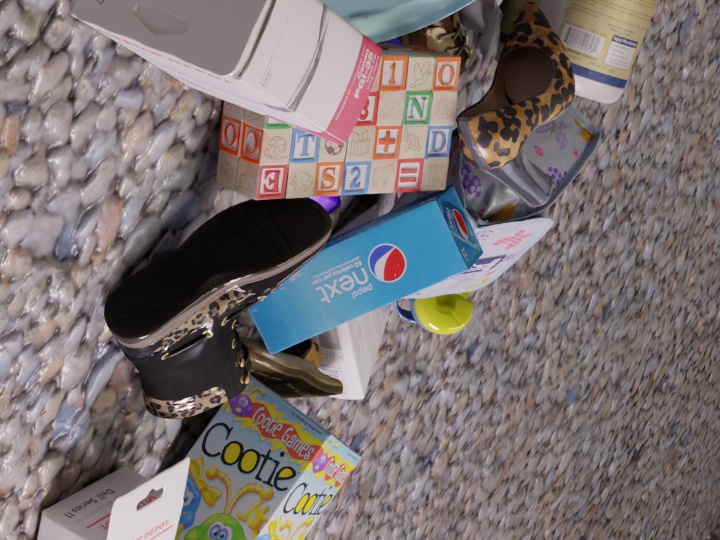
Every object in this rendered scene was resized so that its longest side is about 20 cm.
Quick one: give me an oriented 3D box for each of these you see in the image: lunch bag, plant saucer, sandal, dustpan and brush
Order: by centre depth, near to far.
[{"bbox_3d":[0.038,-0.231,1.511,0.199,0.028,0.200,-21,166,-5],"label":"plant saucer"},{"bbox_3d":[-0.071,0.082,1.793,0.200,0.080,0.054,36,55,-63],"label":"sandal"},{"bbox_3d":[0.120,-0.253,1.823,0.140,0.057,0.200,88,19,-44],"label":"dustpan and brush"},{"bbox_3d":[0.111,-0.063,1.833,0.200,0.127,0.170,-48,-177,-40],"label":"lunch bag"},{"bbox_3d":[0.068,-0.027,1.955,0.087,0.079,0.201,-30,-132,60],"label":"sandal"}]

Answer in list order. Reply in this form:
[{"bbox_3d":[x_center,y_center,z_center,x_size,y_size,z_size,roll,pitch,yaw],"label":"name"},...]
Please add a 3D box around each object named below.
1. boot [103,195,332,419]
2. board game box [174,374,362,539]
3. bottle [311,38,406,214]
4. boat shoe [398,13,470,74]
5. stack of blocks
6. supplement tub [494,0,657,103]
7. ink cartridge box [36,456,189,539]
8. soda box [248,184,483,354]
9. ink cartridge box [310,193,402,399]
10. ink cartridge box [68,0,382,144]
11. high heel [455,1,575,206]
[{"bbox_3d":[-0.109,0.033,1.593,0.200,0.073,0.151,-34,150,-18],"label":"boot"},{"bbox_3d":[-0.107,0.210,1.744,0.200,0.103,0.105,-55,157,-4],"label":"board game box"},{"bbox_3d":[-0.026,-0.115,1.685,0.083,0.065,0.201,28,87,-58],"label":"bottle"},{"bbox_3d":[0.067,-0.204,1.794,0.076,0.074,0.201,-40,147,-43],"label":"boat shoe"},{"bbox_3d":[-0.016,-0.124,1.602,0.199,0.058,0.116,-6,109,-39],"label":"stack of blocks"},{"bbox_3d":[0.230,-0.285,1.990,0.144,0.144,0.201,-4,116,-65],"label":"supplement tub"},{"bbox_3d":[-0.214,0.242,1.617,0.117,0.067,0.201,-25,136,-57],"label":"ink cartridge box"},{"bbox_3d":[0.000,0.000,1.687,0.068,0.199,0.064,64,22,-6],"label":"soda box"},{"bbox_3d":[-0.001,0.002,1.916,0.161,0.050,0.201,78,23,-56],"label":"ink cartridge box"},{"bbox_3d":[-0.090,-0.168,1.379,0.083,0.146,0.200,-66,158,-1],"label":"ink cartridge box"},{"bbox_3d":[0.129,-0.170,1.715,0.142,0.071,0.201,34,52,-51],"label":"high heel"}]
